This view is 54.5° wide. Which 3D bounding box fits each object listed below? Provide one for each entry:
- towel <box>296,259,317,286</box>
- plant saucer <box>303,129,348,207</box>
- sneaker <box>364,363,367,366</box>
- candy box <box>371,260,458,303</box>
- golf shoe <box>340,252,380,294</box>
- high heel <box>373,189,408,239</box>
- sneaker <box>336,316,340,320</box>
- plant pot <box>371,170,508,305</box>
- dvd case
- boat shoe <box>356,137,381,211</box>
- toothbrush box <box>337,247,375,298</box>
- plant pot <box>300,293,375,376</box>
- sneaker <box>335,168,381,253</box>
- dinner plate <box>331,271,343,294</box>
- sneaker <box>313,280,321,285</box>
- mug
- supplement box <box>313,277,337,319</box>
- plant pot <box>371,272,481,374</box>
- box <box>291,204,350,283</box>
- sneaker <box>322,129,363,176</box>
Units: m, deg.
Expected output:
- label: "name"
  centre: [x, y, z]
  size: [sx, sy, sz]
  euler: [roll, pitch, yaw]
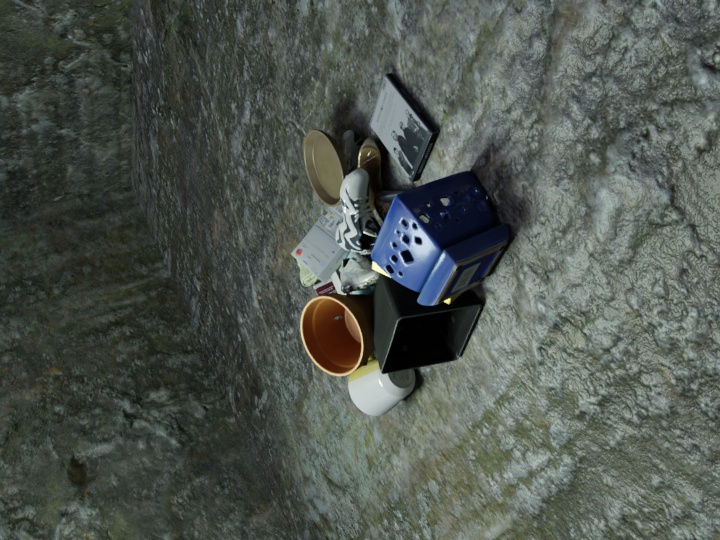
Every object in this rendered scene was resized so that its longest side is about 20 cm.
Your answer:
- label: "towel"
  centre: [-0.102, -0.061, 1.926]
  size: [0.200, 0.036, 0.149]
  euler: [-40, 43, 22]
- label: "plant saucer"
  centre: [-0.085, -0.259, 1.760]
  size: [0.200, 0.029, 0.200]
  euler: [41, 142, 43]
- label: "sneaker"
  centre: [0.044, 0.163, 1.813]
  size: [0.084, 0.077, 0.200]
  euler: [38, 99, 29]
- label: "candy box"
  centre: [0.134, 0.006, 1.523]
  size: [0.200, 0.102, 0.026]
  euler: [24, 127, 27]
- label: "golf shoe"
  centre: [0.000, 0.000, 1.689]
  size: [0.200, 0.078, 0.097]
  euler: [-14, 86, 60]
- label: "high heel"
  centre: [0.080, -0.094, 1.672]
  size: [0.142, 0.071, 0.200]
  euler: [8, 103, 61]
- label: "sneaker"
  centre: [-0.042, 0.207, 1.876]
  size: [0.114, 0.076, 0.200]
  euler: [-70, -9, -54]
- label: "plant pot"
  centre: [0.167, -0.054, 1.409]
  size: [0.180, 0.200, 0.200]
  euler: [52, 146, 23]
- label: "dvd case"
  centre: [0.093, -0.320, 1.570]
  size: [0.200, 0.025, 0.150]
  euler: [58, 149, 27]
- label: "boat shoe"
  centre: [0.021, -0.230, 1.721]
  size: [0.065, 0.071, 0.200]
  euler: [-84, 3, -49]
- label: "toothbrush box"
  centre: [0.031, 0.012, 1.806]
  size: [0.147, 0.085, 0.200]
  euler: [65, 153, 17]
- label: "plant pot"
  centre: [-0.028, 0.141, 1.706]
  size: [0.200, 0.140, 0.201]
  euler: [14, 112, 38]
- label: "sneaker"
  centre: [0.010, -0.130, 1.640]
  size: [0.130, 0.079, 0.200]
  euler: [31, 112, 46]
- label: "dinner plate"
  centre: [-0.044, 0.072, 1.945]
  size: [0.200, 0.024, 0.200]
  euler: [64, 180, -1]
- label: "sneaker"
  centre: [-0.143, -0.047, 2.106]
  size: [0.090, 0.067, 0.200]
  euler: [45, 145, 33]
- label: "mug"
  centre: [0.056, 0.279, 1.848]
  size: [0.187, 0.149, 0.153]
  euler: [51, 142, 1]
- label: "supplement box"
  centre: [-0.067, 0.126, 2.017]
  size: [0.200, 0.061, 0.109]
  euler: [64, 176, 4]
- label: "plant pot"
  centre: [0.124, 0.092, 1.582]
  size: [0.200, 0.200, 0.178]
  euler: [103, 150, -44]
- label: "box"
  centre: [-0.079, -0.083, 1.858]
  size: [0.041, 0.200, 0.156]
  euler: [39, 180, -41]
- label: "sneaker"
  centre: [-0.057, -0.284, 1.802]
  size: [0.130, 0.079, 0.199]
  euler: [37, 147, 36]
